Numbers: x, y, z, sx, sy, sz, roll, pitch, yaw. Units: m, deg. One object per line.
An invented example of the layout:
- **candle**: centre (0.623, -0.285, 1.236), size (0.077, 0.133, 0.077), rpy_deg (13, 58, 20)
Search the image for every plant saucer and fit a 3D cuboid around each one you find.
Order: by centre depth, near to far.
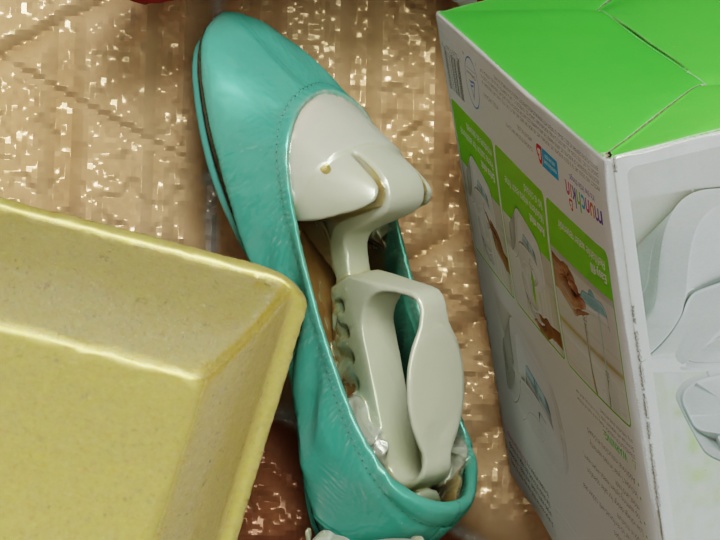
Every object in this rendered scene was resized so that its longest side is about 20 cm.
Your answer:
- **plant saucer**: centre (-0.136, 0.066, 0.941), size (0.199, 0.049, 0.200), rpy_deg (15, 52, 1)

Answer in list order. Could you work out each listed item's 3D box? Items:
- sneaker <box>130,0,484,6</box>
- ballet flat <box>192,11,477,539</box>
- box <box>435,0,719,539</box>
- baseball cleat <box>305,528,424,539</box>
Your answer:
- **sneaker**: centre (0.015, -0.112, 1.019), size (0.200, 0.071, 0.113), rpy_deg (-29, 87, -22)
- **ballet flat**: centre (0.000, 0.000, 1.008), size (0.067, 0.070, 0.201), rpy_deg (-11, 85, -50)
- **box**: centre (0.100, 0.012, 0.933), size (0.096, 0.200, 0.177), rpy_deg (-14, 109, -9)
- **baseball cleat**: centre (-0.058, 0.147, 0.984), size (0.199, 0.070, 0.107), rpy_deg (-8, 114, 8)
